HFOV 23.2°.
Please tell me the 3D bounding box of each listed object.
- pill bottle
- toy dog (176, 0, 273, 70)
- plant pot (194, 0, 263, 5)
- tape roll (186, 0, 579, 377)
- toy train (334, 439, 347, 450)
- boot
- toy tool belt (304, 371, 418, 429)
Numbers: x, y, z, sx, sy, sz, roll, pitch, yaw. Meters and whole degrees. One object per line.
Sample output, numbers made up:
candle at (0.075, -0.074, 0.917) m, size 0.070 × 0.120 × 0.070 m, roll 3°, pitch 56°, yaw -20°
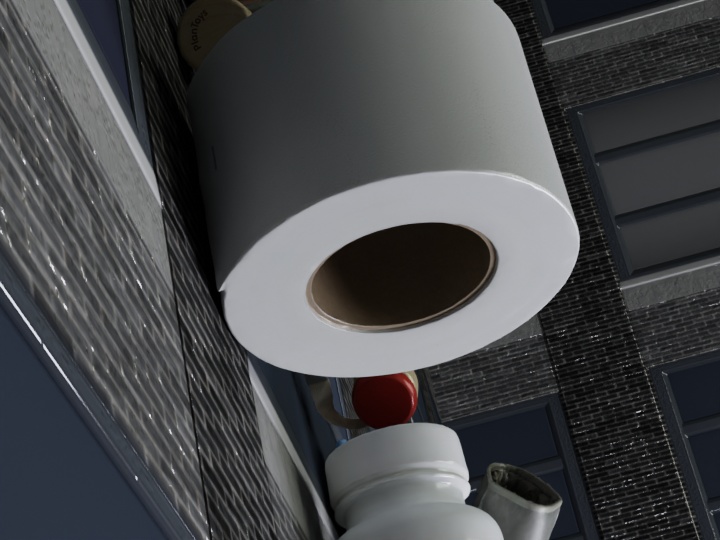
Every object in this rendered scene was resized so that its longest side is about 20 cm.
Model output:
pill bottle at (0.040, 0.203, 1.081) m, size 0.114 × 0.114 × 0.201 m, roll 68°, pitch 8°, yaw -62°
toy dog at (-0.021, -0.123, 1.083) m, size 0.132 × 0.199 × 0.097 m, roll -6°, pitch 92°, yaw -61°
plant pot at (-0.057, -0.261, 1.186) m, size 0.187 × 0.186 × 0.201 m, roll 62°, pitch 28°, yaw -74°
tape roll at (0.010, -0.050, 0.989) m, size 0.203 × 0.202 × 0.140 m, roll 69°, pitch 7°, yaw -57°
toy train at (0.032, 0.193, 1.274) m, size 0.200 × 0.086 × 0.115 m, roll 69°, pitch 13°, yaw -60°
boot at (0.084, 0.244, 1.161) m, size 0.201 × 0.072 × 0.182 m, roll -62°, pitch -163°, yaw 10°
toy tool belt at (0.000, 0.000, 1.245) m, size 0.123 × 0.124 × 0.201 m, roll -77°, pitch 150°, yaw -69°
